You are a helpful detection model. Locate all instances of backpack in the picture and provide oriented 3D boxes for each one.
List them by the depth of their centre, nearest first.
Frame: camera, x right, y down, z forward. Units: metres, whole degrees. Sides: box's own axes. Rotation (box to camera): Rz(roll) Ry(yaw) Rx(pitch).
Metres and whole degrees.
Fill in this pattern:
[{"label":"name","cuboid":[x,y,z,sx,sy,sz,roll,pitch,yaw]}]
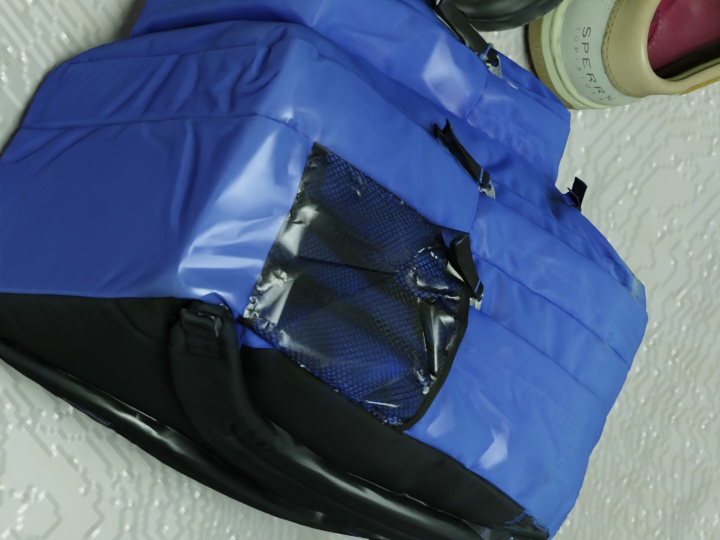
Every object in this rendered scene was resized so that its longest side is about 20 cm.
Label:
[{"label":"backpack","cuboid":[0.000,0.000,0.901,0.200,0.162,0.168,37,74,-32]}]

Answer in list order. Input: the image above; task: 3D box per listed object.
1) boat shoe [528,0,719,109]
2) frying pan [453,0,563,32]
[{"label":"boat shoe","cuboid":[0.157,-0.117,1.045,0.200,0.066,0.074,-36,116,-24]},{"label":"frying pan","cuboid":[0.017,-0.164,0.964,0.190,0.031,0.115,38,76,-29]}]
